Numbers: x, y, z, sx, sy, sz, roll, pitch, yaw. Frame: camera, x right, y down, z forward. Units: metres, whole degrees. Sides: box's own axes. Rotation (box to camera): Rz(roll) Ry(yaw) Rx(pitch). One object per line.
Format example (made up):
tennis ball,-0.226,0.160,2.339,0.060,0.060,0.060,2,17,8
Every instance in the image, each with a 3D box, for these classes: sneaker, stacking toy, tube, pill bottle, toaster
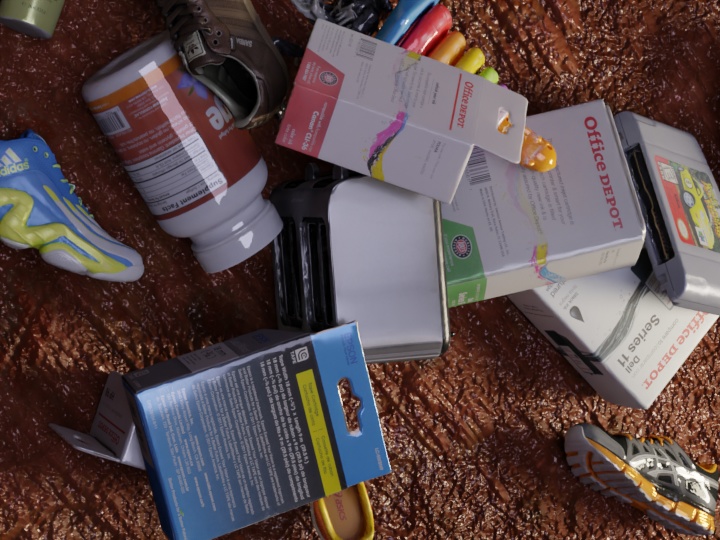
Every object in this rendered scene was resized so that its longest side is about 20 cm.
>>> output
sneaker,-0.033,0.168,1.651,0.072,0.077,0.202,-26,94,-18
sneaker,-0.129,-0.209,1.480,0.201,0.070,0.076,52,34,-19
stacking toy,0.096,-0.154,1.594,0.199,0.116,0.110,38,123,2
tube,-0.263,-0.304,1.531,0.058,0.051,0.202,32,73,-63
pill bottle,-0.152,-0.104,1.560,0.112,0.112,0.201,-35,108,-16
sneaker,-0.270,-0.061,1.534,0.198,0.076,0.106,20,86,-22
toaster,0.000,0.000,1.598,0.117,0.181,0.202,-6,95,-20
sneaker,0.289,0.200,1.803,0.199,0.078,0.078,32,69,-26

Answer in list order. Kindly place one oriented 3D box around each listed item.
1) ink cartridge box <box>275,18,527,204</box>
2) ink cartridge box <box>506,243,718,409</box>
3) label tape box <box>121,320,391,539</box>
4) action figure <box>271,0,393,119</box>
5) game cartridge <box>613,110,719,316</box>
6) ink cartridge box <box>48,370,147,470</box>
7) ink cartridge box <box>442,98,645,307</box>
ink cartridge box,0.038,-0.130,1.499,0.198,0.117,0.068,19,127,-3
ink cartridge box,0.248,0.020,1.757,0.200,0.083,0.147,45,77,-20
label tape box,-0.088,0.133,1.502,0.198,0.063,0.146,-18,105,-17
action figure,-0.046,-0.228,1.595,0.200,0.119,0.102,-43,114,-8
game cartridge,0.318,-0.056,1.740,0.133,0.041,0.202,14,56,-51
ink cartridge box,-0.167,0.145,1.573,0.198,0.116,0.067,20,88,-24
ink cartridge box,0.152,-0.061,1.650,0.198,0.088,0.147,-14,73,-1
